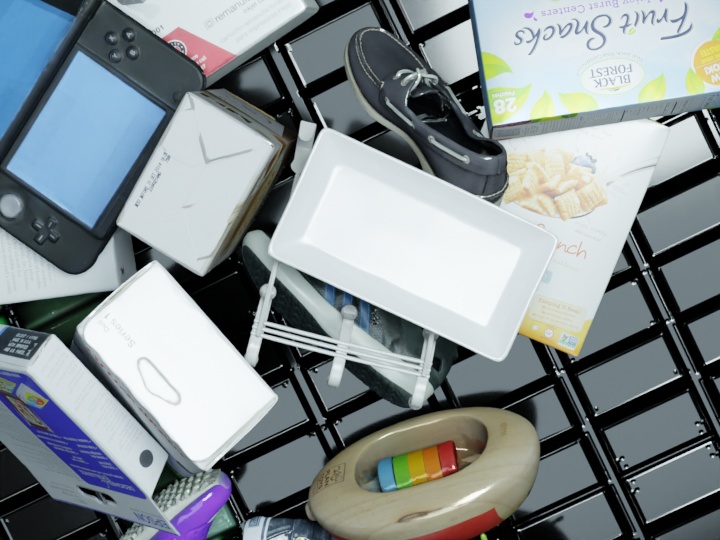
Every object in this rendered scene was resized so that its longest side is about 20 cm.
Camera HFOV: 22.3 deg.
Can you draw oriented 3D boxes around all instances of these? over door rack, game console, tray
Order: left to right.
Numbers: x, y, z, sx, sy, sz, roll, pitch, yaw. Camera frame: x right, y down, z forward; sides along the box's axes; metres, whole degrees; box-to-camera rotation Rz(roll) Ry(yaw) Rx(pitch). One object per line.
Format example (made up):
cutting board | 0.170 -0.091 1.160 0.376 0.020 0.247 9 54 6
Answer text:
game console | -0.244 -0.112 1.394 0.170 0.118 0.200 35 102 1
over door rack | 0.000 0.000 1.436 0.147 0.067 0.201 14 71 -2
tray | 0.040 -0.019 1.389 0.199 0.022 0.108 25 90 2

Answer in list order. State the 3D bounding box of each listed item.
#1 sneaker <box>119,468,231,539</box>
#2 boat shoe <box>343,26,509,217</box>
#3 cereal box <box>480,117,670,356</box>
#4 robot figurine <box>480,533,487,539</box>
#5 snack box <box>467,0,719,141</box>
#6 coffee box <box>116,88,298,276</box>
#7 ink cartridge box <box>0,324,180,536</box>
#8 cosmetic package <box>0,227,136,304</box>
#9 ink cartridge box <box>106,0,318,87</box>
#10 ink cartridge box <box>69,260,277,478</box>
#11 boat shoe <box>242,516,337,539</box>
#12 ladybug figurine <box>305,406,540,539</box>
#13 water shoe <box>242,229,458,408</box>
sneaker | -0.160 0.256 1.534 0.099 0.070 0.200 42 102 -7
boat shoe | 0.055 -0.132 1.432 0.072 0.063 0.200 -19 58 -26
cereal box | 0.148 -0.050 1.483 0.143 0.040 0.201 21 98 5
robot figurine | 0.117 0.313 1.487 0.175 0.116 0.201 6 96 -23
snack box | 0.186 -0.201 1.429 0.199 0.068 0.170 -8 82 2
coffee box | -0.114 -0.073 1.422 0.079 0.200 0.115 31 98 0
ink cartridge box | -0.243 0.120 1.449 0.043 0.198 0.200 -51 123 -25
cosmetic package | -0.293 -0.025 1.507 0.199 0.071 0.102 -7 95 6
ink cartridge box | -0.149 -0.254 1.465 0.144 0.084 0.200 -33 92 8
ink cartridge box | -0.151 0.082 1.435 0.084 0.200 0.146 -42 92 -14
boat shoe | -0.048 0.305 1.521 0.090 0.071 0.201 -2 94 9
ladybug figurine | 0.053 0.176 1.478 0.199 0.136 0.072 -15 119 13
water shoe | -0.009 0.027 1.503 0.200 0.072 0.079 42 70 1
